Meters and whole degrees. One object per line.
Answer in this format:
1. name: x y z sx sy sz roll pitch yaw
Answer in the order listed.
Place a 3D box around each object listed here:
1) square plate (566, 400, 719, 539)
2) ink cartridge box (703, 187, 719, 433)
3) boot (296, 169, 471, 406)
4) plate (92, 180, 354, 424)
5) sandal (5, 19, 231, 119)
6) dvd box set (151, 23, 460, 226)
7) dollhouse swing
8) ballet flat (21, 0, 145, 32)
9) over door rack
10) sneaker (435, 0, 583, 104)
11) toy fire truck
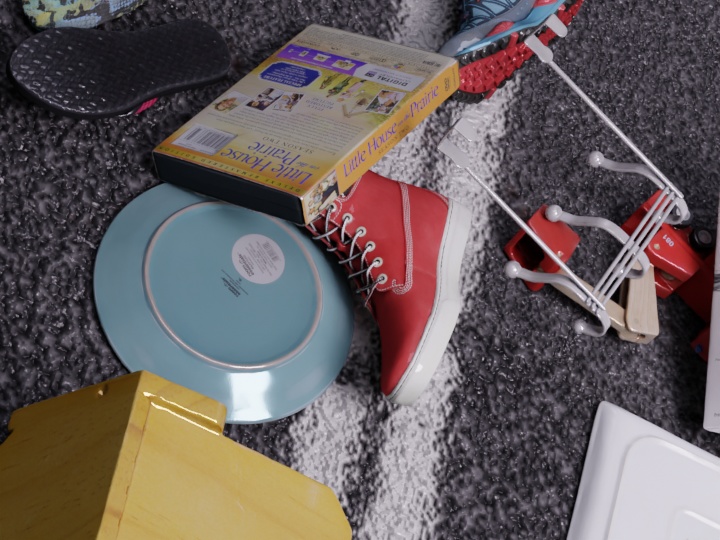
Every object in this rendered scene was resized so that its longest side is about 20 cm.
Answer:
1. square plate: 0.248 0.214 1.332 0.199 0.028 0.199 25 54 -8
2. ink cartridge box: 0.350 0.034 1.392 0.144 0.084 0.202 15 76 -33
3. boot: 0.000 0.000 1.311 0.143 0.073 0.201 24 43 -14
4. plate: -0.094 0.014 1.299 0.199 0.026 0.202 10 58 -17
5. sandal: -0.181 -0.146 1.349 0.199 0.045 0.075 -16 74 -45
6. dvd box set: -0.038 -0.114 1.345 0.146 0.030 0.200 17 45 33
7. dollhouse swing: -0.135 0.199 1.137 0.176 0.181 0.201 39 48 -37
8. ballet flat: -0.173 -0.246 1.388 0.199 0.074 0.074 -33 78 -34
9. over door rack: 0.148 -0.069 1.355 0.200 0.066 0.148 51 55 -17
10. sneaker: 0.106 -0.210 1.496 0.095 0.080 0.200 39 45 13
11. toy fire truck: 0.226 0.010 1.426 0.200 0.049 0.141 46 55 6
